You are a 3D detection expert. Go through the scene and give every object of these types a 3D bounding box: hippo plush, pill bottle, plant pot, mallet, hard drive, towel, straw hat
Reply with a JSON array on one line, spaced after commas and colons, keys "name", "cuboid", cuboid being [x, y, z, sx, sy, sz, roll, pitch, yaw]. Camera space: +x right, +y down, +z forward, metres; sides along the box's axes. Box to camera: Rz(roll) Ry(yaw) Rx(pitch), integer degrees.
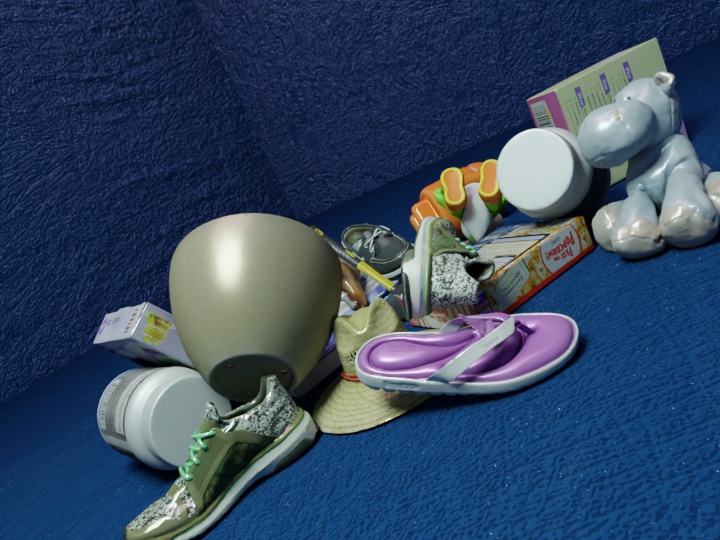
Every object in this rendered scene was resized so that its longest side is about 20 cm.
[{"name": "hippo plush", "cuboid": [0.324, -0.124, 0.608, 0.197, 0.163, 0.159, -28, 11, -11]}, {"name": "pill bottle", "cuboid": [0.257, -0.124, 0.759, 0.112, 0.115, 0.199, -19, -6, 32]}, {"name": "pill bottle", "cuboid": [-0.236, 0.174, 0.691, 0.113, 0.115, 0.198, -34, 13, -36]}, {"name": "plant pot", "cuboid": [-0.112, 0.059, 0.622, 0.197, 0.201, 0.136, -23, 45, 17]}, {"name": "mallet", "cuboid": [0.000, 0.000, 0.811, 0.066, 0.198, 0.042, -47, -16, -51]}, {"name": "hard drive", "cuboid": [-0.096, 0.128, 0.806, 0.131, 0.026, 0.198, -35, 13, -37]}, {"name": "towel", "cuboid": [0.007, 0.018, 0.941, 0.146, 0.024, 0.200, -39, 20, 6]}, {"name": "straw hat", "cuboid": [0.013, 0.078, 0.618, 0.198, 0.086, 0.201, -25, 11, 5]}]

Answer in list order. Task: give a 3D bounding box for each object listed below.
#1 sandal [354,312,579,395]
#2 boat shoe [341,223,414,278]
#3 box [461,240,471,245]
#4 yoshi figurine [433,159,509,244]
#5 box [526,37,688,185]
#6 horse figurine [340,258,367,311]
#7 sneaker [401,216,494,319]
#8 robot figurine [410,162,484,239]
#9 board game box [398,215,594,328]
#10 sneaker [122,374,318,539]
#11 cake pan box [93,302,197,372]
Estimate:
[{"name": "sandal", "cuboid": [0.087, 0.066, 0.499, 0.198, 0.050, 0.083, -12, 36, 12]}, {"name": "boat shoe", "cuboid": [0.022, -0.036, 0.903, 0.076, 0.061, 0.199, -46, 21, -16]}, {"name": "box", "cuboid": [0.100, -0.007, 0.928, 0.038, 0.042, 0.198, -35, 14, -36]}, {"name": "yoshi figurine", "cuboid": [0.177, -0.107, 0.856, 0.112, 0.112, 0.200, -47, -25, 0]}, {"name": "box", "cuboid": [0.405, -0.247, 0.949, 0.197, 0.178, 0.097, -28, 11, -7]}, {"name": "horse figurine", "cuboid": [-0.041, -0.003, 0.899, 0.050, 0.132, 0.200, -53, 7, 4]}, {"name": "sneaker", "cuboid": [0.100, -0.002, 0.619, 0.087, 0.079, 0.200, 4, 24, 14]}, {"name": "robot figurine", "cuboid": [0.190, -0.126, 1.068, 0.197, 0.146, 0.117, -28, 33, -10]}, {"name": "board game box", "cuboid": [0.164, 0.002, 0.714, 0.198, 0.047, 0.151, -32, 12, -23]}, {"name": "sneaker", "cuboid": [-0.138, 0.169, 0.541, 0.198, 0.090, 0.076, -33, 13, -30]}, {"name": "cake pan box", "cuboid": [-0.244, 0.111, 0.770, 0.198, 0.183, 0.053, -11, 50, 51]}]
